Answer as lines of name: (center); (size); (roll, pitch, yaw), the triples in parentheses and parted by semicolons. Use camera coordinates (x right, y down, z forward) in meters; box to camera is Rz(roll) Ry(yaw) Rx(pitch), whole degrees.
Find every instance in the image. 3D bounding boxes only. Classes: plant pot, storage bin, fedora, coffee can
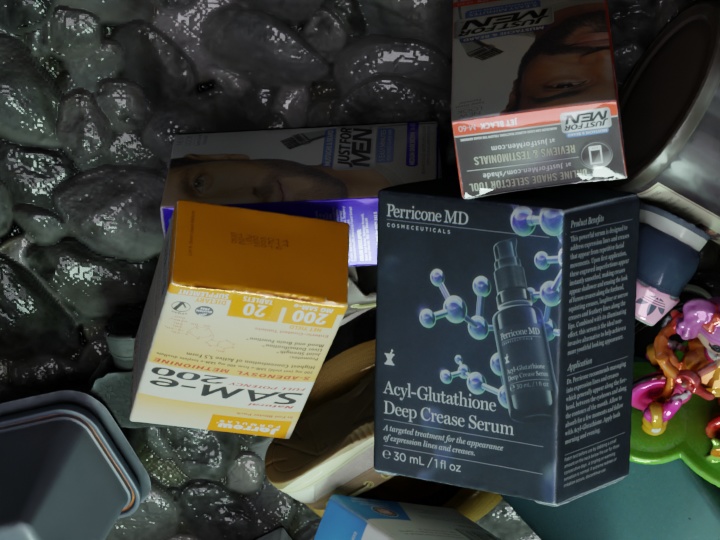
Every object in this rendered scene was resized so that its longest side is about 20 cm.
plant pot: (0.232, 0.184, 1.657); (0.141, 0.200, 0.141); (12, 122, -47)
storage bin: (-0.284, 0.204, 1.772); (0.200, 0.134, 0.146); (-12, 123, 26)
fedora: (0.033, 0.119, 1.757); (0.200, 0.082, 0.201); (1, 123, 2)
coffee can: (0.291, -0.079, 1.581); (0.200, 0.146, 0.146); (27, 120, -15)

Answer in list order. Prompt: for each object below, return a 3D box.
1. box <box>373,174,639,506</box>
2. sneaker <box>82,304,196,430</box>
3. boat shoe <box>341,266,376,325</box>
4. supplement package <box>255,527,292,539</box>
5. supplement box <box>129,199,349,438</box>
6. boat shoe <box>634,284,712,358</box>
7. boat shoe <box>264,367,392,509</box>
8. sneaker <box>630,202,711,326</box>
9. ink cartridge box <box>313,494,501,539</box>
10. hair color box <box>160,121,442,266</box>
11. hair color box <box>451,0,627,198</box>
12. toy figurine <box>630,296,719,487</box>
box: (0.099, 0.043, 1.519); (0.148, 0.107, 0.200); (7, 101, 34)
sneaker: (-0.128, 0.078, 1.755); (0.199, 0.060, 0.104); (-3, 124, 9)
boat shoe: (0.000, 0.000, 1.679); (0.200, 0.072, 0.060); (-8, 157, 4)
supplement package: (-0.109, 0.342, 1.890); (0.200, 0.111, 0.156); (-28, 117, 19)
supplement box: (-0.089, 0.039, 1.597); (0.126, 0.074, 0.200); (7, 147, -10)
boat shoe: (0.195, 0.085, 1.740); (0.200, 0.060, 0.074); (-34, 114, 21)
boat shoe: (0.026, 0.116, 1.670); (0.200, 0.074, 0.066); (-27, 133, 16)
sneaker: (0.180, 0.000, 1.609); (0.070, 0.200, 0.082); (25, 83, -10)
ink cartridge box: (0.075, 0.247, 1.636); (0.144, 0.200, 0.084); (13, 101, -45)
hair color box: (-0.040, -0.054, 1.633); (0.200, 0.109, 0.065); (-4, 123, 5)
hair color box: (0.119, -0.129, 1.524); (0.111, 0.200, 0.064); (-7, 122, 7)
toy figurine: (0.264, 0.050, 1.532); (0.200, 0.150, 0.184); (-2, 146, -1)
